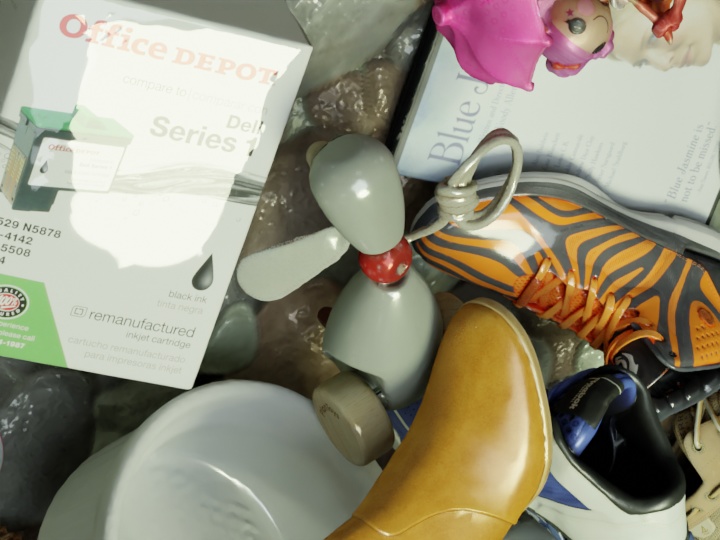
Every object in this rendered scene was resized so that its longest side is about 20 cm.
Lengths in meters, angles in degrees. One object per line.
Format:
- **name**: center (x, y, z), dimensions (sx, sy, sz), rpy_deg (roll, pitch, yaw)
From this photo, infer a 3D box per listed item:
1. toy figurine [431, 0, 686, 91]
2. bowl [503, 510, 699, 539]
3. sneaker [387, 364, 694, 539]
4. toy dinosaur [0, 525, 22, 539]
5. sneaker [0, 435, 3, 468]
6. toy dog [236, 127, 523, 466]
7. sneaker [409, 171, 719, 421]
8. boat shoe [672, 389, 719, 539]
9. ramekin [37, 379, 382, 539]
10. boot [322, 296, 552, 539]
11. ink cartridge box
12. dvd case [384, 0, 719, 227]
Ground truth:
- **toy figurine**: center (0.124, -0.161, 1.284), dimensions (0.184, 0.150, 0.200), rpy_deg (-39, 140, 11)
- **bowl**: center (0.090, 0.187, 1.447), dimensions (0.201, 0.090, 0.201), rpy_deg (-36, 164, -12)
- **sneaker**: center (0.104, 0.085, 1.354), dimensions (0.081, 0.199, 0.115), rpy_deg (-37, 144, -31)
- **toy dinosaur**: center (-0.152, 0.227, 1.392), dimensions (0.136, 0.200, 0.102), rpy_deg (-34, 154, -11)
- **sneaker**: center (-0.280, 0.122, 1.319), dimensions (0.200, 0.088, 0.081), rpy_deg (-11, 119, -12)
- **toy dog**: center (0.000, 0.000, 1.313), dimensions (0.132, 0.096, 0.200), rpy_deg (-19, 131, -36)
- **sneaker**: center (0.125, 0.017, 1.371), dimensions (0.200, 0.112, 0.078), rpy_deg (9, 140, -21)
- **boat shoe**: center (0.211, 0.095, 1.448), dimensions (0.064, 0.071, 0.200), rpy_deg (8, 135, -9)
- **ramekin**: center (-0.075, 0.165, 1.341), dimensions (0.200, 0.201, 0.098), rpy_deg (31, 146, -28)
- **boot**: center (0.021, 0.123, 1.276), dimensions (0.144, 0.071, 0.201), rpy_deg (-19, 121, -39)
- **ink cartridge box**: center (-0.127, -0.056, 1.278), dimensions (0.146, 0.084, 0.200), rpy_deg (11, 113, -23)
- **dvd case**: center (0.123, -0.101, 1.374), dimensions (0.200, 0.018, 0.143), rpy_deg (10, 113, -22)
